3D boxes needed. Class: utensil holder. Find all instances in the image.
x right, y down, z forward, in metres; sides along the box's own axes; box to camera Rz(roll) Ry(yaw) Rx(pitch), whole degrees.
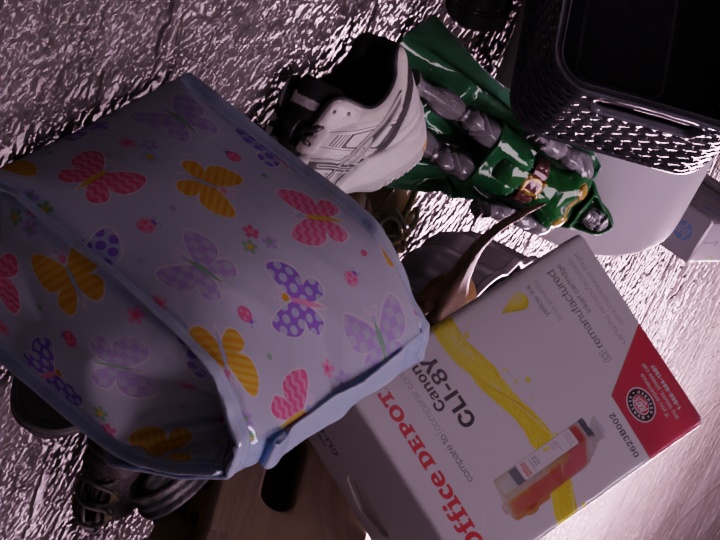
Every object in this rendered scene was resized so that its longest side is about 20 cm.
[{"bbox_3d":[0.178,-0.135,1.794,0.170,0.170,0.200,-36,157,-41],"label":"utensil holder"}]

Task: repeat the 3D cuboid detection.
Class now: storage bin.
[{"bbox_3d":[0.179,-0.175,1.620,0.094,0.135,0.201,133,-30,-69],"label":"storage bin"}]

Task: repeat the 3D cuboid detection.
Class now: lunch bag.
[{"bbox_3d":[-0.085,0.017,1.373,0.169,0.200,0.128,-34,153,-46],"label":"lunch bag"}]

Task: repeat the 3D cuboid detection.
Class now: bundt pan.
[{"bbox_3d":[0.045,0.054,1.937,0.202,0.076,0.202,-46,159,-23],"label":"bundt pan"}]

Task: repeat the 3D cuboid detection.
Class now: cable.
[{"bbox_3d":[-0.069,0.069,1.589,0.200,0.097,0.051,-33,118,-20],"label":"cable"}]

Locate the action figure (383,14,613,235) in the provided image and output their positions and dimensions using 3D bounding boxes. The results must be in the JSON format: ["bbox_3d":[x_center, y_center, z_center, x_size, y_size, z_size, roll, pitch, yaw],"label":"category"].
[{"bbox_3d":[0.089,-0.070,1.706,0.199,0.055,0.118,25,113,-34],"label":"action figure"}]

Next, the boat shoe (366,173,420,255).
[{"bbox_3d":[-0.001,0.001,1.754,0.201,0.063,0.073,-58,161,13],"label":"boat shoe"}]

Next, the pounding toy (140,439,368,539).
[{"bbox_3d":[-0.084,0.171,1.666,0.184,0.142,0.201,-55,-165,45],"label":"pounding toy"}]

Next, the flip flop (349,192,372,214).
[{"bbox_3d":[-0.040,-0.013,1.611,0.081,0.058,0.200,-26,-163,23],"label":"flip flop"}]

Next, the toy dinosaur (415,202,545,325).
[{"bbox_3d":[0.058,0.019,1.758,0.106,0.060,0.200,-51,168,-20],"label":"toy dinosaur"}]

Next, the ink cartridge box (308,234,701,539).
[{"bbox_3d":[0.087,0.093,1.642,0.200,0.146,0.083,-32,178,-26],"label":"ink cartridge box"}]

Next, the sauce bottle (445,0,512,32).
[{"bbox_3d":[0.095,-0.230,1.585,0.066,0.066,0.201,-38,155,-39],"label":"sauce bottle"}]

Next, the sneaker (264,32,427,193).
[{"bbox_3d":[-0.041,-0.070,1.557,0.200,0.075,0.088,-42,141,-36],"label":"sneaker"}]

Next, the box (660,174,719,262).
[{"bbox_3d":[0.227,-0.063,2.045,0.041,0.156,0.200,-58,161,12],"label":"box"}]

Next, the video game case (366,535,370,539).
[{"bbox_3d":[0.051,0.120,1.857,0.182,0.023,0.200,-48,171,-5],"label":"video game case"}]

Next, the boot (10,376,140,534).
[{"bbox_3d":[-0.143,0.092,1.569,0.200,0.069,0.175,-37,154,-46],"label":"boot"}]
